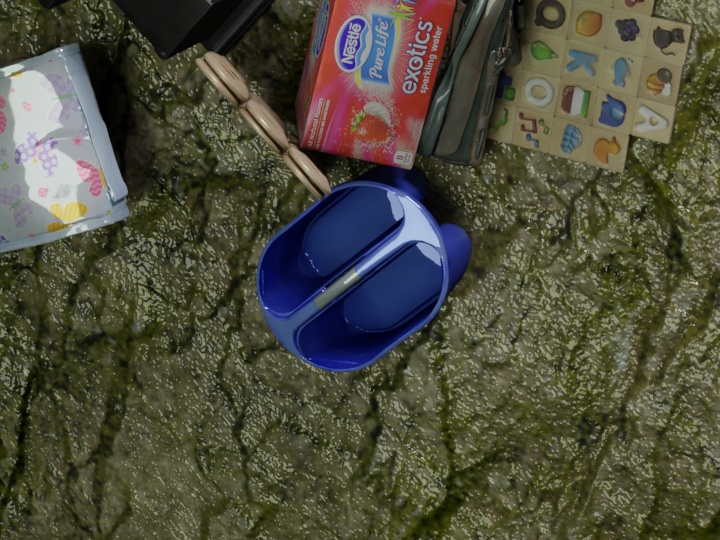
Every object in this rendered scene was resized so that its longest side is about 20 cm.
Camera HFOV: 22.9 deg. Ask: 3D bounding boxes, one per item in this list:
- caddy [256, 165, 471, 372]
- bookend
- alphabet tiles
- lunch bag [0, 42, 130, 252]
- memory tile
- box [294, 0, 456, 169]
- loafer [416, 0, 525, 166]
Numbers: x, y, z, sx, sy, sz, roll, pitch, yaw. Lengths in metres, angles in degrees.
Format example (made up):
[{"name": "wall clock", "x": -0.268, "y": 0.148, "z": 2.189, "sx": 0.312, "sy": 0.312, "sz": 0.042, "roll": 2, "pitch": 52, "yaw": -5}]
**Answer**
[{"name": "caddy", "x": 0.000, "y": 0.000, "z": 1.539, "sx": 0.200, "sy": 0.105, "sz": 0.142, "roll": -38, "pitch": 90, "yaw": 33}, {"name": "bookend", "x": -0.201, "y": -0.255, "z": 1.485, "sx": 0.200, "sy": 0.199, "sz": 0.092, "roll": 48, "pitch": 122, "yaw": 0}, {"name": "alphabet tiles", "x": 0.166, "y": -0.174, "z": 1.447, "sx": 0.198, "sy": 0.006, "sz": 0.168, "roll": 16, "pitch": 116, "yaw": 21}, {"name": "lunch bag", "x": -0.302, "y": -0.110, "z": 1.639, "sx": 0.199, "sy": 0.127, "sz": 0.171, "roll": -12, "pitch": 102, "yaw": 40}, {"name": "memory tile", "x": -0.078, "y": -0.124, "z": 1.478, "sx": 0.017, "sy": 0.200, "sz": 0.153, "roll": -42, "pitch": 98, "yaw": 3}, {"name": "box", "x": 0.015, "y": -0.196, "z": 1.442, "sx": 0.099, "sy": 0.096, "sz": 0.202, "roll": 10, "pitch": 118, "yaw": -10}, {"name": "loafer", "x": 0.103, "y": -0.172, "z": 1.446, "sx": 0.062, "sy": 0.072, "sz": 0.201, "roll": 20, "pitch": 126, "yaw": -4}]
